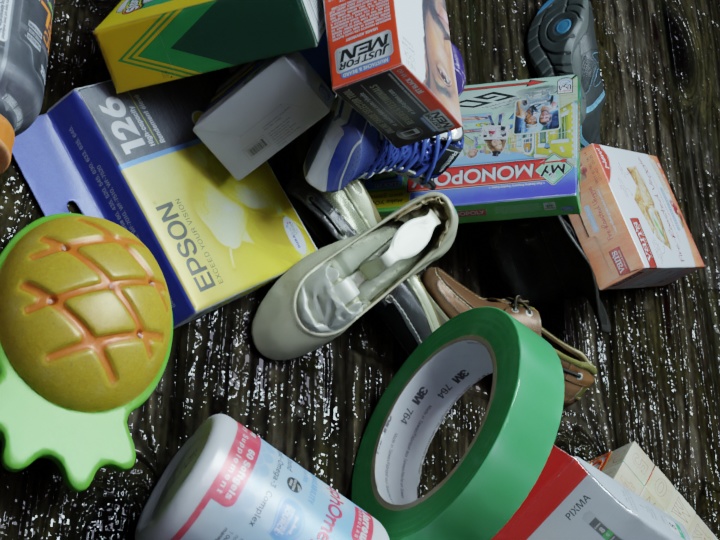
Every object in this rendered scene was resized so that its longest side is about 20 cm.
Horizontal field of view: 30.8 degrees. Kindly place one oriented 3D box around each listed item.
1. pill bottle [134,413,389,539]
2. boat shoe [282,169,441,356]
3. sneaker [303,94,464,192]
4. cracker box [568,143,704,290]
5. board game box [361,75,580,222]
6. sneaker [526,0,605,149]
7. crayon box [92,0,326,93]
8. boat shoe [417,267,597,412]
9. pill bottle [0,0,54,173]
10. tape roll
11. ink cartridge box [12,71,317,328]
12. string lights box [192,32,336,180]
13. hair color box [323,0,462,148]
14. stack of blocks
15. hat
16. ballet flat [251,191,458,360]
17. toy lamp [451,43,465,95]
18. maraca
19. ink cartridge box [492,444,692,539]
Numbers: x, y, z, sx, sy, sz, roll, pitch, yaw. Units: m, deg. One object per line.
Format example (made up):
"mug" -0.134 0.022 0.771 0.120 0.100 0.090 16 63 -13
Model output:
"pill bottle" -0.050 0.198 0.916 0.199 0.109 0.109 36 48 -12
"boat shoe" 0.000 -0.001 1.117 0.066 0.072 0.202 -32 97 -21
"sneaker" 0.029 -0.114 1.085 0.114 0.081 0.200 28 25 -2
"cracker box" 0.278 -0.053 1.349 0.199 0.057 0.135 -2 68 -58
"board game box" 0.097 -0.105 1.171 0.029 0.197 0.136 65 26 -52
"sneaker" 0.230 -0.219 1.439 0.082 0.073 0.202 36 52 -41
"crayon box" -0.098 -0.225 1.048 0.201 0.170 0.059 -70 144 -54
"boat shoe" 0.132 0.052 1.179 0.199 0.068 0.072 39 17 -25
"pill bottle" -0.277 -0.166 0.941 0.105 0.106 0.202 18 57 -32
"tape roll" 0.071 0.126 1.007 0.048 0.200 0.202 32 50 -21
"ink cartridge box" -0.152 -0.061 1.033 0.199 0.047 0.199 -26 85 -47
"string lights box" -0.061 -0.166 1.080 0.059 0.102 0.201 47 27 -18
"hair color box" 0.020 -0.210 1.001 0.111 0.063 0.203 34 46 -57
"stack of blocks" 0.254 0.259 1.150 0.200 0.115 0.059 49 45 -6
"hat" 0.165 -0.022 1.236 0.201 0.080 0.203 -23 90 -83
"ballet flat" -0.001 0.002 1.045 0.199 0.069 0.070 -37 93 -12
"toy lamp" 0.053 -0.204 1.208 0.058 0.058 0.201 30 17 -24
"maraca" -0.194 0.050 0.889 0.136 0.107 0.202 21 55 -22
"ink cartridge box" 0.148 0.229 1.047 0.199 0.161 0.050 32 18 -24
